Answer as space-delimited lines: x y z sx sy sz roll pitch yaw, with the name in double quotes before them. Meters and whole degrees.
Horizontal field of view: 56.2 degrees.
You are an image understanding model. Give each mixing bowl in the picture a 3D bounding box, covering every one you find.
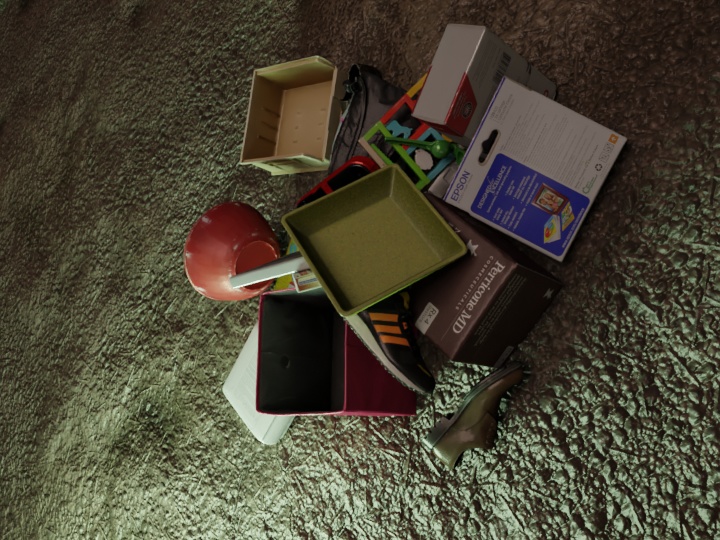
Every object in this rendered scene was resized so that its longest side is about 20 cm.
"mixing bowl" -0.228 -0.023 1.305 0.108 0.198 0.203 23 94 45

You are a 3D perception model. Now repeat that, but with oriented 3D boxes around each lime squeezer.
"lime squeezer" 0.135 -0.173 1.073 0.199 0.038 0.071 37 81 11

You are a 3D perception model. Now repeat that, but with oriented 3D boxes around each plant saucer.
"plant saucer" 0.017 -0.037 0.948 0.197 0.048 0.201 -26 55 -13

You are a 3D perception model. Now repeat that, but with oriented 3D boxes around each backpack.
"backpack" 0.030 -0.224 1.186 0.165 0.126 0.203 28 99 20

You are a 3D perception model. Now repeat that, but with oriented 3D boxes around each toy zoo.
"toy zoo" 0.110 -0.231 1.097 0.200 0.131 0.020 -44 14 3

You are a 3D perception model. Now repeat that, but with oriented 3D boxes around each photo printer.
"photo printer" -0.168 0.199 1.285 0.166 0.069 0.202 41 110 35

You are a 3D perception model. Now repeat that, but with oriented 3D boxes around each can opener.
"can opener" 0.120 -0.100 1.098 0.201 0.053 0.066 -52 13 -10

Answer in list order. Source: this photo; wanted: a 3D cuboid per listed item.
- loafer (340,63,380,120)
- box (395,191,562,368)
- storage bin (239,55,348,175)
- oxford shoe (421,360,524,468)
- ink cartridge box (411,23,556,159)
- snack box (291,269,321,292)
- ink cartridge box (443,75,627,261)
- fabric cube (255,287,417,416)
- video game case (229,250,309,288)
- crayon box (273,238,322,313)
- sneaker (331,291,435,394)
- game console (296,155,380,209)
"loafer" -0.015 -0.302 1.286 0.072 0.071 0.204 -1 79 39
"box" 0.155 0.016 1.011 0.200 0.163 0.167 43 107 37
"storage bin" -0.134 -0.309 1.371 0.196 0.093 0.204 1 80 39
"oxford shoe" 0.185 0.218 1.012 0.084 0.072 0.201 45 111 19
"ink cartridge box" 0.191 -0.258 1.023 0.082 0.198 0.149 28 97 47
"snack box" -0.071 0.007 1.055 0.071 0.200 0.025 -16 96 -7
"ink cartridge box" 0.251 -0.147 0.986 0.198 0.047 0.200 28 100 5
"fabric cube" -0.037 0.140 1.117 0.194 0.198 0.204 -9 74 36
"video game case" -0.089 -0.020 1.116 0.198 0.181 0.023 -15 97 32
"crayon box" -0.102 0.002 1.280 0.126 0.050 0.203 24 96 56
"sneaker" 0.048 0.078 0.941 0.090 0.070 0.200 -45 73 6
"game console" 0.004 -0.081 1.165 0.176 0.031 0.201 -31 103 37
